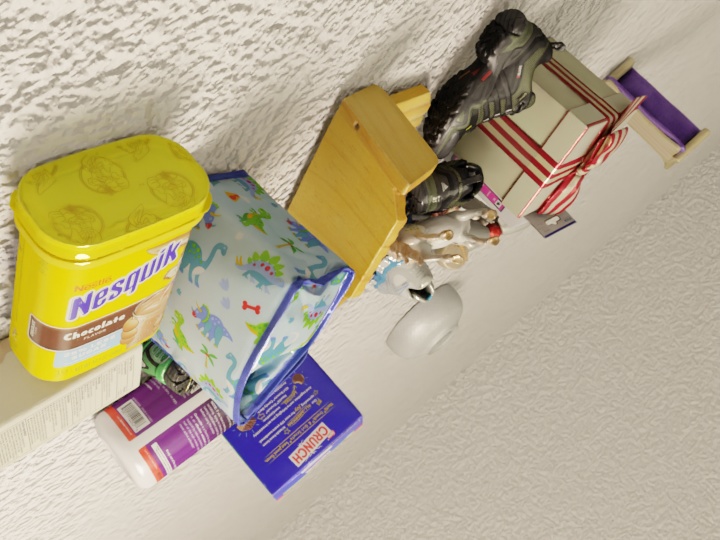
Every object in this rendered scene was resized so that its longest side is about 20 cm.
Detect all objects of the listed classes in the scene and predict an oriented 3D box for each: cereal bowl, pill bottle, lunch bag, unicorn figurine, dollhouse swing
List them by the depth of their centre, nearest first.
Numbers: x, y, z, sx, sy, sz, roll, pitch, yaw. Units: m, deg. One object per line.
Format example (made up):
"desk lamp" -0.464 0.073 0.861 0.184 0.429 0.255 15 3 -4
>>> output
"lunch bag" -0.128 0.029 0.825 0.127 0.170 0.200 -13 140 -57
"dollhouse swing" 0.032 -0.090 0.956 0.176 0.182 0.200 -11 146 -39
"pill bottle" -0.227 0.177 1.072 0.200 0.112 0.112 -35 161 -23
"unicorn figurine" 0.111 -0.045 1.079 0.200 0.137 0.074 0 94 -35
"cereal bowl" 0.156 0.128 1.870 0.200 0.083 0.200 -38 162 -15

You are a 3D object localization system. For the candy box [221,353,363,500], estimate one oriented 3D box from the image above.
"candy box" -0.121 0.197 1.210 0.169 0.200 0.077 -40 163 -11

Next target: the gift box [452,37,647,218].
"gift box" 0.259 -0.199 1.141 0.200 0.187 0.185 -26 157 -41

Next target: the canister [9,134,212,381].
"canister" -0.218 -0.005 0.709 0.148 0.087 0.200 -29 159 -40

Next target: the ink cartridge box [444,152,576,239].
"ink cartridge box" 0.210 -0.119 1.197 0.095 0.200 0.037 -24 154 -45

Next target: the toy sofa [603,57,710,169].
"toy sofa" 0.523 -0.285 1.505 0.083 0.200 0.098 -41 168 -5

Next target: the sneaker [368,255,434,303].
"sneaker" 0.066 0.017 1.219 0.075 0.087 0.200 -44 174 -6

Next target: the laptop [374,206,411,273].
"laptop" 0.000 0.000 1.144 0.187 0.116 0.200 -43 -159 -2

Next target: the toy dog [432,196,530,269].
"toy dog" 0.164 -0.079 1.262 0.200 0.132 0.096 -34 123 -42

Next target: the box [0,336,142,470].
"box" -0.311 0.113 0.790 0.200 0.078 0.095 -32 160 -33

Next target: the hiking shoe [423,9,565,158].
"hiking shoe" 0.157 -0.203 1.003 0.101 0.076 0.200 24 120 -25

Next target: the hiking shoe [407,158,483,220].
"hiking shoe" 0.111 -0.106 1.105 0.101 0.076 0.200 -8 -171 3

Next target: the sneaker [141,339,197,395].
"sneaker" -0.182 0.056 0.968 0.200 0.085 0.078 -44 157 -54

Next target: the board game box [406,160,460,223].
"board game box" 0.083 -0.072 1.306 0.200 0.035 0.135 -45 163 5
